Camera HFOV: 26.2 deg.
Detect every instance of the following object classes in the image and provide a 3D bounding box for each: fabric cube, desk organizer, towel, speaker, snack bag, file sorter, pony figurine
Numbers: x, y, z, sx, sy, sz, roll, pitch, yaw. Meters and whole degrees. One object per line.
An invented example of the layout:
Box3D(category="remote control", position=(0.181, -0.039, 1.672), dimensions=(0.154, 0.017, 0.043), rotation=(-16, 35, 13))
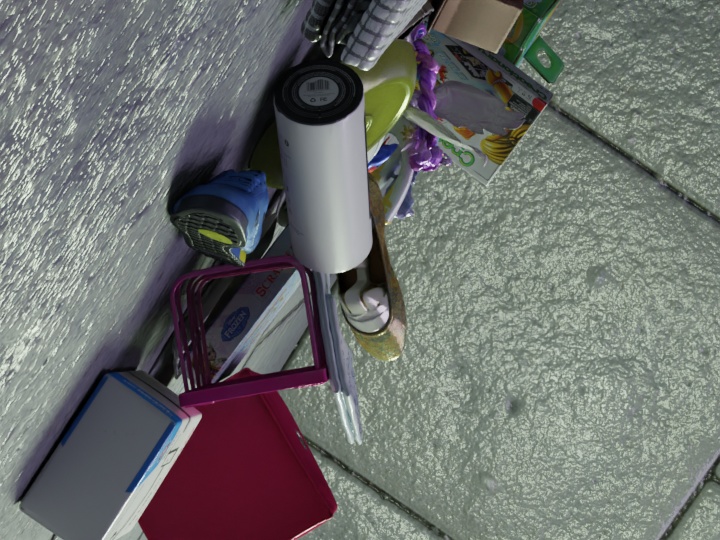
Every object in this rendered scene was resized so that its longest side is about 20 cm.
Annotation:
Box3D(category="fabric cube", position=(-0.155, 0.244, 1.792), dimensions=(0.199, 0.198, 0.199), rotation=(-30, 174, -3))
Box3D(category="desk organizer", position=(0.125, -0.321, 1.581), dimensions=(0.072, 0.076, 0.202), rotation=(121, -16, -48))
Box3D(category="towel", position=(0.033, -0.265, 1.200), dimensions=(0.166, 0.085, 0.200), rotation=(-57, 179, 39))
Box3D(category="speaker", position=(-0.032, -0.089, 1.391), dimensions=(0.081, 0.080, 0.201), rotation=(-55, 156, -33))
Box3D(category="snack bag", position=(-0.026, 0.057, 1.548), dimensions=(0.189, 0.021, 0.202), rotation=(77, 3, -68))
Box3D(category="file sorter", position=(-0.106, 0.056, 1.517), dimensions=(0.200, 0.137, 0.127), rotation=(63, 18, -88))
Box3D(category="pony figurine", position=(0.053, -0.154, 1.624), dimensions=(0.201, 0.192, 0.167), rotation=(-58, 173, 25))

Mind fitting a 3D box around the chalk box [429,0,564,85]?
Box3D(category="chalk box", position=(0.147, -0.284, 1.737), dimensions=(0.124, 0.199, 0.125), rotation=(-58, 177, 35))

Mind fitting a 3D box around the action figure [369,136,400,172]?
Box3D(category="action figure", position=(0.015, -0.131, 1.815), dimensions=(0.198, 0.052, 0.065), rotation=(-19, 171, 21))

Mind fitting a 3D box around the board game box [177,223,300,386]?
Box3D(category="board game box", position=(-0.117, 0.038, 1.751), dimensions=(0.201, 0.041, 0.200), rotation=(-52, 178, 2))

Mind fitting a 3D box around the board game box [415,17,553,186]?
Box3D(category="board game box", position=(0.096, -0.201, 1.705), dimensions=(0.127, 0.199, 0.035), rotation=(-54, 180, 34))

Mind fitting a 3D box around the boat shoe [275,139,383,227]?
Box3D(category="boat shoe", position=(-0.031, -0.122, 1.731), dimensions=(0.201, 0.073, 0.067), rotation=(-59, 178, 33))

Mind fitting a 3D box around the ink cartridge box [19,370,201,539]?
Box3D(category="ink cartridge box", position=(-0.230, 0.177, 1.465), dimensions=(0.147, 0.084, 0.200), rotation=(-57, 177, -1))

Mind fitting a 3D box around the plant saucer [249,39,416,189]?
Box3D(category="plant saucer", position=(-0.018, -0.140, 1.482), dimensions=(0.199, 0.031, 0.200), rotation=(-36, 165, -11))

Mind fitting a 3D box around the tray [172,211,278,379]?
Box3D(category="tray", position=(-0.156, 0.025, 1.720), dimensions=(0.201, 0.022, 0.107), rotation=(-57, 176, -17))

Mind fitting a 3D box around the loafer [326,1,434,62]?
Box3D(category="loafer", position=(0.005, -0.200, 1.530), dimensions=(0.201, 0.069, 0.075), rotation=(-58, 177, 19))

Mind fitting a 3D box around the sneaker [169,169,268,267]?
Box3D(category="sneaker", position=(-0.110, -0.057, 1.265), dimensions=(0.200, 0.065, 0.079), rotation=(105, 6, -82))

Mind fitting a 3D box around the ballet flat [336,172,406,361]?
Box3D(category="ballet flat", position=(0.000, 0.000, 1.548), dimensions=(0.071, 0.070, 0.203), rotation=(-47, 130, -73))
